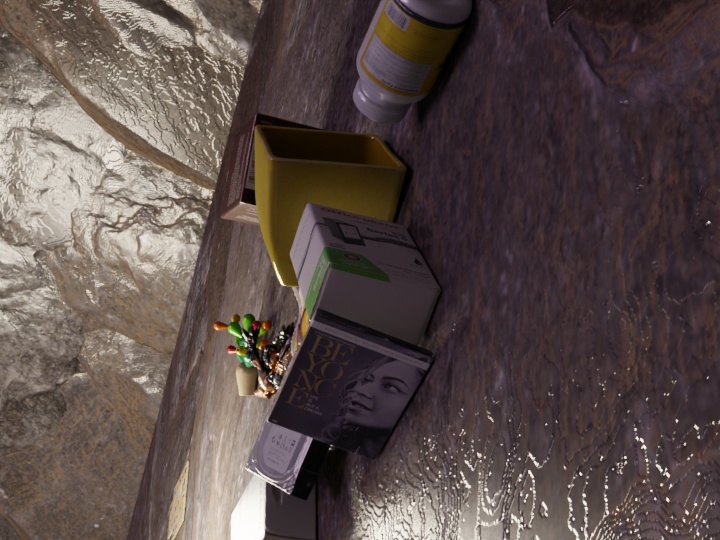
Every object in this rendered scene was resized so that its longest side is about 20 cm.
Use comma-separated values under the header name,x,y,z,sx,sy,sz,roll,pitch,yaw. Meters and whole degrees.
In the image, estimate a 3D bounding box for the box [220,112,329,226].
name,x,y,z,sx,sy,sz,roll,pitch,yaw
box,-0.147,-0.171,1.873,0.200,0.163,0.168,167,114,-72

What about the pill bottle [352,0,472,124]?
name,x,y,z,sx,sy,sz,roll,pitch,yaw
pill bottle,0.060,-0.294,1.356,0.201,0.111,0.113,119,156,-45

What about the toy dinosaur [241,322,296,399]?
name,x,y,z,sx,sy,sz,roll,pitch,yaw
toy dinosaur,-0.157,0.169,1.815,0.200,0.102,0.137,-38,56,34

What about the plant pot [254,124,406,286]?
name,x,y,z,sx,sy,sz,roll,pitch,yaw
plant pot,-0.059,-0.085,1.497,0.196,0.192,0.202,-118,34,-65

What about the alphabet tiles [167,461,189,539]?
name,x,y,z,sx,sy,sz,roll,pitch,yaw
alphabet tiles,-0.486,0.628,2.737,0.201,0.007,0.168,120,156,-47

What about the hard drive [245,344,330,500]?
name,x,y,z,sx,sy,sz,roll,pitch,yaw
hard drive,-0.085,0.214,1.482,0.139,0.038,0.202,12,75,56

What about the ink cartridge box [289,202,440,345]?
name,x,y,z,sx,sy,sz,roll,pitch,yaw
ink cartridge box,0.000,0.000,1.293,0.200,0.144,0.085,-114,40,-63

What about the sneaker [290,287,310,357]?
name,x,y,z,sx,sy,sz,roll,pitch,yaw
sneaker,-0.062,0.047,1.622,0.090,0.074,0.202,-35,52,56

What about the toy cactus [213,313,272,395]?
name,x,y,z,sx,sy,sz,roll,pitch,yaw
toy cactus,-0.238,0.171,2.098,0.200,0.101,0.167,173,99,-64

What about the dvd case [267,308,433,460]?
name,x,y,z,sx,sy,sz,roll,pitch,yaw
dvd case,-0.016,0.143,1.246,0.016,0.147,0.201,-76,10,-51

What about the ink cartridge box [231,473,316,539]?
name,x,y,z,sx,sy,sz,roll,pitch,yaw
ink cartridge box,-0.137,0.395,1.586,0.201,0.085,0.149,120,156,-42
